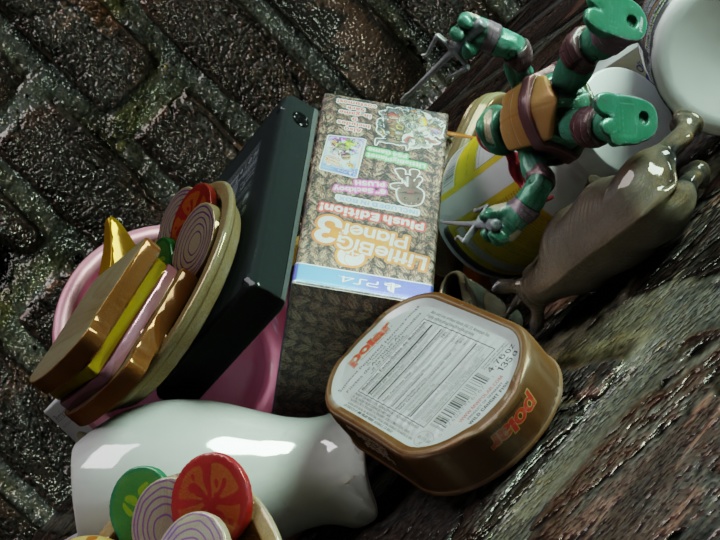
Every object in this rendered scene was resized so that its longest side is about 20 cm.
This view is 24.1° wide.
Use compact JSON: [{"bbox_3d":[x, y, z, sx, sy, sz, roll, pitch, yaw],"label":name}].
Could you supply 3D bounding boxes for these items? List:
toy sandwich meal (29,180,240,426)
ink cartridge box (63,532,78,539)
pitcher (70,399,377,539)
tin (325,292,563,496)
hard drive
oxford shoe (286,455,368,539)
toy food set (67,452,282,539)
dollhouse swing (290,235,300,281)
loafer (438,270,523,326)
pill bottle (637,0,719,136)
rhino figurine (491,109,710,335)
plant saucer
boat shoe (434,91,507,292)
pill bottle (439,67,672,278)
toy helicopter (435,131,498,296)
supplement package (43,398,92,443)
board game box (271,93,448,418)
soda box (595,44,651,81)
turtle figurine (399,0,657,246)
[{"bbox_3d":[-0.159,0.015,1.177,0.205,0.070,0.206,-48,22,27],"label":"toy sandwich meal"},{"bbox_3d":[-0.180,0.245,1.278,0.200,0.114,0.069,146,133,-61],"label":"ink cartridge box"},{"bbox_3d":[-0.093,0.150,1.172,0.198,0.123,0.172,-7,-12,-3],"label":"pitcher"},{"bbox_3d":[0.047,0.071,1.035,0.112,0.042,0.200,-43,24,-12],"label":"tin"},{"bbox_3d":[-0.088,-0.015,1.206,0.140,0.033,0.201,-46,24,38],"label":"hard drive"},{"bbox_3d":[-0.045,0.141,1.296,0.200,0.074,0.071,-49,7,-23],"label":"oxford shoe"},{"bbox_3d":[-0.120,0.210,1.017,0.198,0.049,0.200,-48,46,12],"label":"toy food set"},{"bbox_3d":[-0.008,0.023,1.531,0.175,0.183,0.199,-1,19,45],"label":"dollhouse swing"},{"bbox_3d":[0.064,0.060,1.145,0.072,0.063,0.200,-42,7,22],"label":"loafer"},{"bbox_3d":[0.243,-0.159,1.148,0.106,0.106,0.200,-44,6,14],"label":"pill bottle"},{"bbox_3d":[0.151,-0.020,1.099,0.200,0.060,0.088,-42,6,45],"label":"rhino figurine"},{"bbox_3d":[-0.139,0.062,1.297,0.201,0.200,0.051,-50,-7,-32],"label":"plant saucer"},{"bbox_3d":[0.079,-0.065,1.453,0.073,0.063,0.202,2,-64,-43],"label":"boat shoe"},{"bbox_3d":[0.143,-0.073,1.243,0.112,0.112,0.200,-49,7,-30],"label":"pill bottle"},{"bbox_3d":[0.118,-0.068,1.400,0.078,0.134,0.199,15,30,37],"label":"toy helicopter"},{"bbox_3d":[-0.128,0.117,1.413,0.151,0.200,0.152,-49,7,-34],"label":"supplement package"},{"bbox_3d":[0.000,0.000,1.235,0.201,0.096,0.160,-82,2,-45],"label":"board game box"},{"bbox_3d":[0.259,-0.178,1.361,0.068,0.063,0.200,-48,6,-22],"label":"soda box"},{"bbox_3d":[0.111,-0.104,1.101,0.100,0.151,0.200,-19,-2,-33],"label":"turtle figurine"}]
